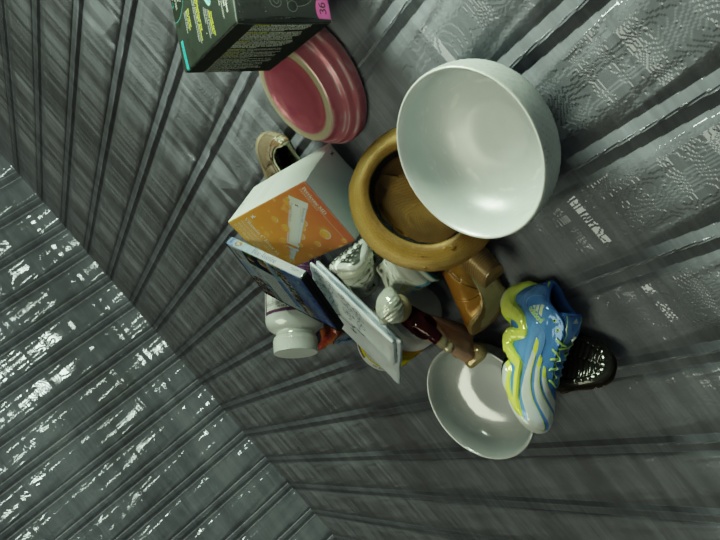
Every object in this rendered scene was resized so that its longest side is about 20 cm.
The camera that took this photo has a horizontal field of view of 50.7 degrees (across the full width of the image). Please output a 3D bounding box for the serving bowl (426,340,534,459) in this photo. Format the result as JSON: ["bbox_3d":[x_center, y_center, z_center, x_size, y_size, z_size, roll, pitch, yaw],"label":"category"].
[{"bbox_3d":[0.206,0.200,1.228,0.199,0.066,0.202,21,123,35],"label":"serving bowl"}]

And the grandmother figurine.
[{"bbox_3d":[0.095,0.080,1.117,0.199,0.061,0.121,30,174,-37],"label":"grandmother figurine"}]

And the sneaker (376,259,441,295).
[{"bbox_3d":[0.064,0.000,1.092,0.077,0.080,0.200,67,-173,14],"label":"sneaker"}]

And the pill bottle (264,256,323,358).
[{"bbox_3d":[-0.123,0.056,1.415,0.112,0.111,0.203,134,135,-64],"label":"pill bottle"}]

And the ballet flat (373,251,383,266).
[{"bbox_3d":[0.044,-0.069,1.157,0.071,0.072,0.201,31,154,32],"label":"ballet flat"}]

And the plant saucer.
[{"bbox_3d":[-0.078,-0.264,1.086,0.200,0.051,0.202,36,152,23],"label":"plant saucer"}]

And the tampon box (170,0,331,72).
[{"bbox_3d":[-0.142,-0.344,0.934,0.199,0.125,0.152,-6,94,60],"label":"tampon box"}]

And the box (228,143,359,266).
[{"bbox_3d":[-0.092,-0.093,1.206,0.199,0.098,0.125,-21,119,43],"label":"box"}]

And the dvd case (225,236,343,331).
[{"bbox_3d":[-0.124,0.021,1.235,0.199,0.018,0.143,23,156,41],"label":"dvd case"}]

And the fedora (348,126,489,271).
[{"bbox_3d":[0.086,-0.092,0.982,0.200,0.201,0.082,41,-172,14],"label":"fedora"}]

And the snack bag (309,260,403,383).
[{"bbox_3d":[-0.005,0.087,1.201,0.188,0.021,0.201,42,163,19],"label":"snack bag"}]

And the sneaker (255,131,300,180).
[{"bbox_3d":[-0.115,-0.139,1.286,0.075,0.070,0.201,19,141,55],"label":"sneaker"}]

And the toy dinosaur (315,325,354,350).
[{"bbox_3d":[-0.061,0.105,1.465,0.181,0.199,0.106,-43,72,33],"label":"toy dinosaur"}]

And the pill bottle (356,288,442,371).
[{"bbox_3d":[0.067,0.095,1.282,0.109,0.109,0.200,46,155,4],"label":"pill bottle"}]

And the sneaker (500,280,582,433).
[{"bbox_3d":[0.238,0.104,0.986,0.105,0.075,0.203,-29,63,50],"label":"sneaker"}]

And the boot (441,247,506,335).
[{"bbox_3d":[0.142,-0.004,1.097,0.144,0.070,0.202,48,163,28],"label":"boot"}]

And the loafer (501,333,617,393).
[{"bbox_3d":[0.285,0.134,1.060,0.071,0.074,0.199,25,163,-25],"label":"loafer"}]

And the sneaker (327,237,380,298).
[{"bbox_3d":[0.000,0.000,1.153,0.081,0.075,0.200,53,177,-1],"label":"sneaker"}]

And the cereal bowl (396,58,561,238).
[{"bbox_3d":[0.140,-0.143,0.853,0.199,0.083,0.202,28,137,30],"label":"cereal bowl"}]
